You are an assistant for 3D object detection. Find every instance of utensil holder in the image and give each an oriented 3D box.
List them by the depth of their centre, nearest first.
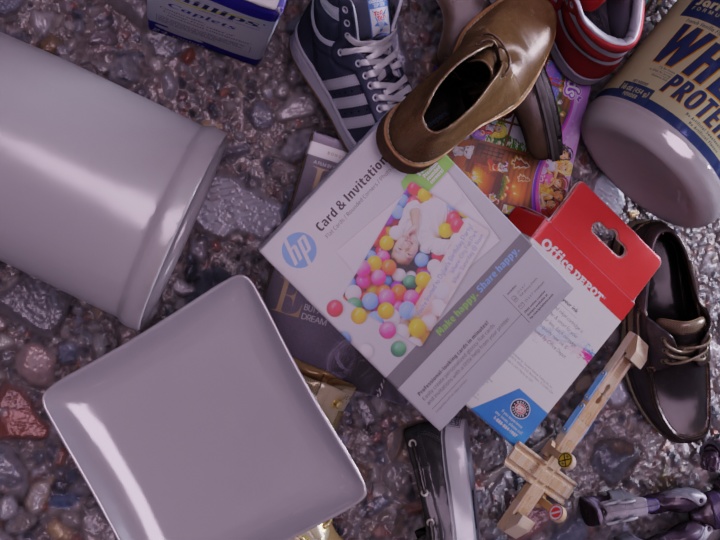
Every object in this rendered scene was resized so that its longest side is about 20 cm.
[{"bbox_3d":[-0.226,-0.071,0.957,0.198,0.170,0.172,24,85,-5],"label":"utensil holder"}]

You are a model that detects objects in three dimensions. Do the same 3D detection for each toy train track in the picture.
[{"bbox_3d":[0.187,0.145,1.043,0.201,0.032,0.114,-56,136,-2],"label":"toy train track"}]

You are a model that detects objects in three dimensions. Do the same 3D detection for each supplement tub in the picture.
[{"bbox_3d":[0.299,-0.154,1.046,0.145,0.145,0.201,42,81,-5],"label":"supplement tub"}]

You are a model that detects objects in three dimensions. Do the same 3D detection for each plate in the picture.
[{"bbox_3d":[-0.123,0.135,0.972,0.198,0.032,0.202,-30,90,8],"label":"plate"}]

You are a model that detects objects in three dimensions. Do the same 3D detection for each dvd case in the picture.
[{"bbox_3d":[0.000,0.000,1.043,0.147,0.016,0.203,17,98,-7],"label":"dvd case"}]

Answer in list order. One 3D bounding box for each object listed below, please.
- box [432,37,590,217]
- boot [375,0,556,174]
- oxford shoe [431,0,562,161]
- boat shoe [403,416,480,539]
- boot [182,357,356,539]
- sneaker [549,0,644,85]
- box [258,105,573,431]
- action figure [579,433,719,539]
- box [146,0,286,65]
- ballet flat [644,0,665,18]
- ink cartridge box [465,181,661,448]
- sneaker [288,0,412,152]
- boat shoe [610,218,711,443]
[{"bbox_3d":[0.128,-0.149,1.075,0.135,0.039,0.203,13,87,-8],"label":"box"},{"bbox_3d":[0.097,-0.151,0.926,0.074,0.075,0.200,46,62,-5],"label":"boot"},{"bbox_3d":[0.106,-0.174,1.025,0.084,0.073,0.202,-28,90,8],"label":"oxford shoe"},{"bbox_3d":[0.072,0.227,1.050,0.056,0.069,0.204,-5,88,10],"label":"boat shoe"},{"bbox_3d":[-0.036,0.169,1.022,0.198,0.073,0.157,31,91,0],"label":"boot"},{"bbox_3d":[0.163,-0.254,1.006,0.071,0.112,0.202,-33,91,-11],"label":"sneaker"},{"bbox_3d":[0.043,-0.002,0.959,0.156,0.041,0.200,-45,97,-1],"label":"box"},{"bbox_3d":[0.296,0.215,1.078,0.197,0.069,0.132,-13,86,-12],"label":"action figure"},{"bbox_3d":[-0.090,-0.278,0.964,0.103,0.200,0.187,19,86,-8],"label":"box"},{"bbox_3d":[0.201,-0.301,1.077,0.072,0.072,0.202,-33,77,-8],"label":"ballet flat"},{"bbox_3d":[0.146,0.031,1.038,0.116,0.067,0.201,40,89,-21],"label":"ink cartridge box"},{"bbox_3d":[0.018,-0.157,0.992,0.070,0.109,0.201,-22,67,-35],"label":"sneaker"},{"bbox_3d":[0.266,0.055,1.073,0.073,0.073,0.203,-16,91,-8],"label":"boat shoe"}]
